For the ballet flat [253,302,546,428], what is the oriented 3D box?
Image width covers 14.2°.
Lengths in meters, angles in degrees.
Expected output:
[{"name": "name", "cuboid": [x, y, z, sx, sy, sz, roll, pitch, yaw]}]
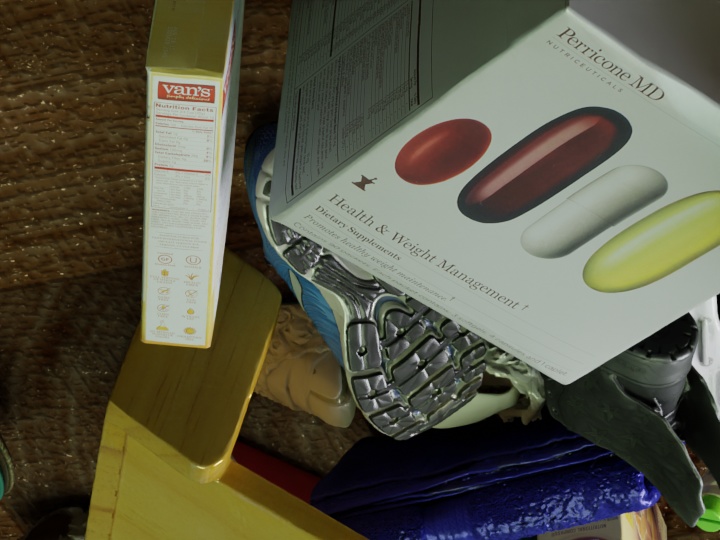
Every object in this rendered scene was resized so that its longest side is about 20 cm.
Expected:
[{"name": "ballet flat", "cuboid": [0.012, 0.055, 1.579, 0.199, 0.072, 0.072, -1, 142, 6]}]

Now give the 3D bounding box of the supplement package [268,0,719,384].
[{"name": "supplement package", "cuboid": [0.096, -0.081, 1.331, 0.191, 0.147, 0.200, 28, 137, -28]}]

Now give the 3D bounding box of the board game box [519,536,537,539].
[{"name": "board game box", "cuboid": [0.052, 0.208, 1.661, 0.135, 0.200, 0.028, 15, 137, -15]}]

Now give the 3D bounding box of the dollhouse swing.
[{"name": "dollhouse swing", "cuboid": [-0.048, 0.114, 1.537, 0.175, 0.182, 0.200, 17, 141, 2]}]

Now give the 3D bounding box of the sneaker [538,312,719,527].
[{"name": "sneaker", "cuboid": [0.109, 0.039, 1.483, 0.200, 0.060, 0.104, 33, 146, 23]}]

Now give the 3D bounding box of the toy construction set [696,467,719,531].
[{"name": "toy construction set", "cuboid": [0.267, 0.107, 1.603, 0.200, 0.092, 0.131, -36, 104, 29]}]

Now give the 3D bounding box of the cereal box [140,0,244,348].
[{"name": "cereal box", "cuboid": [-0.078, -0.079, 1.350, 0.039, 0.144, 0.200, 5, 141, -1]}]

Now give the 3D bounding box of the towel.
[{"name": "towel", "cuboid": [0.076, 0.106, 1.596, 0.199, 0.148, 0.050, -13, 105, 19]}]

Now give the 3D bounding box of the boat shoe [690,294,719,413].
[{"name": "boat shoe", "cuboid": [0.179, 0.021, 1.516, 0.065, 0.074, 0.200, -4, 143, 16]}]

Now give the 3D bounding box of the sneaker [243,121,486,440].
[{"name": "sneaker", "cuboid": [0.000, 0.000, 1.491, 0.078, 0.089, 0.200, -30, 121, -4]}]

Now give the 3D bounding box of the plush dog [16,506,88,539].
[{"name": "plush dog", "cuboid": [-0.111, 0.244, 1.742, 0.199, 0.172, 0.161, -4, 142, 7]}]

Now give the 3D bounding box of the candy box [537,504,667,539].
[{"name": "candy box", "cuboid": [0.140, 0.202, 1.646, 0.055, 0.200, 0.116, -11, 140, 17]}]

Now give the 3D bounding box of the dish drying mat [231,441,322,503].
[{"name": "dish drying mat", "cuboid": [-0.007, 0.162, 1.706, 0.200, 0.077, 0.018, 25, 135, -25]}]

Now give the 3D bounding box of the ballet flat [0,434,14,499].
[{"name": "ballet flat", "cuboid": [-0.252, 0.059, 1.603, 0.070, 0.065, 0.200, -15, 141, 20]}]
